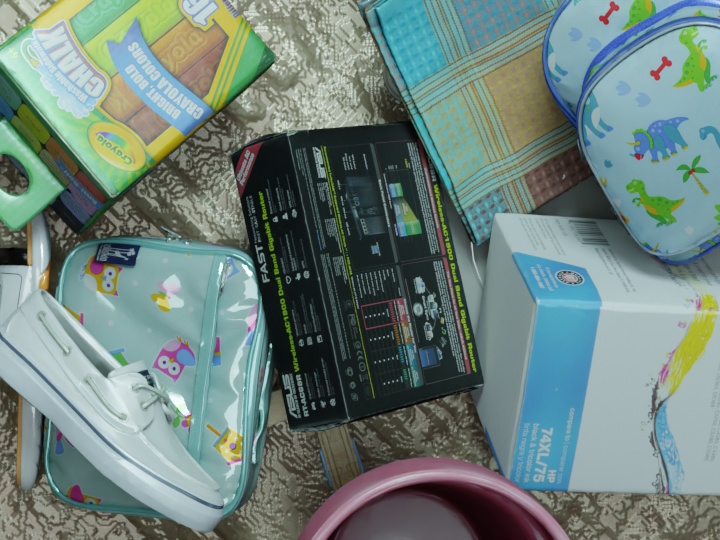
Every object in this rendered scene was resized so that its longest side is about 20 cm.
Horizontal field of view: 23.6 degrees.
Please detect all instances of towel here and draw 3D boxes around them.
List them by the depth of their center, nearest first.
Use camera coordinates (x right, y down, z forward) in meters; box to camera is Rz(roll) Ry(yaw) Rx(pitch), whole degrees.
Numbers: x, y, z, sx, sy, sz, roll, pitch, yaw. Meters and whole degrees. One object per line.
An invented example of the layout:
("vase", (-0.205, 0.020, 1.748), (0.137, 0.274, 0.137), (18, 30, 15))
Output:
("towel", (0.100, -0.135, 1.213), (0.146, 0.022, 0.201), (-31, 114, -8))

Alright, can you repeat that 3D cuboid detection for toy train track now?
("toy train track", (-0.019, 0.128, 1.267), (0.114, 0.033, 0.202), (-17, 96, -9))

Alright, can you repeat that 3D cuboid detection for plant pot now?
("plant pot", (0.041, 0.219, 1.171), (0.197, 0.179, 0.203), (0, 93, -6))

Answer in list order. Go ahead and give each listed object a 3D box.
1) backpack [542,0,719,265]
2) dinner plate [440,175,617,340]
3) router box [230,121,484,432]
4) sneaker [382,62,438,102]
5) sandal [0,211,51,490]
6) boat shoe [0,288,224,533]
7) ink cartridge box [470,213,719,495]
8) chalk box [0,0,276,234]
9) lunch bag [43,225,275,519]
("backpack", (0.219, -0.124, 1.136), (0.182, 0.147, 0.201), (-32, 97, 27))
("dinner plate", (0.143, -0.023, 1.287), (0.198, 0.024, 0.203), (0, 92, -8))
("router box", (0.000, 0.000, 1.201), (0.149, 0.062, 0.202), (-9, 86, -47))
("sneaker", (0.055, -0.222, 1.240), (0.074, 0.082, 0.203), (-1, 92, -7))
("sandal", (-0.249, 0.051, 1.212), (0.058, 0.079, 0.209), (3, 93, -10))
("boat shoe", (-0.160, 0.089, 1.136), (0.199, 0.074, 0.067), (37, 94, 6))
("ink cartridge box", (0.193, 0.058, 1.210), (0.197, 0.147, 0.148), (3, 114, -9))
("chalk box", (-0.179, -0.114, 1.166), (0.125, 0.124, 0.200), (48, 67, -6))
("lunch bag", (-0.135, 0.071, 1.208), (0.158, 0.077, 0.203), (6, 91, 12))
